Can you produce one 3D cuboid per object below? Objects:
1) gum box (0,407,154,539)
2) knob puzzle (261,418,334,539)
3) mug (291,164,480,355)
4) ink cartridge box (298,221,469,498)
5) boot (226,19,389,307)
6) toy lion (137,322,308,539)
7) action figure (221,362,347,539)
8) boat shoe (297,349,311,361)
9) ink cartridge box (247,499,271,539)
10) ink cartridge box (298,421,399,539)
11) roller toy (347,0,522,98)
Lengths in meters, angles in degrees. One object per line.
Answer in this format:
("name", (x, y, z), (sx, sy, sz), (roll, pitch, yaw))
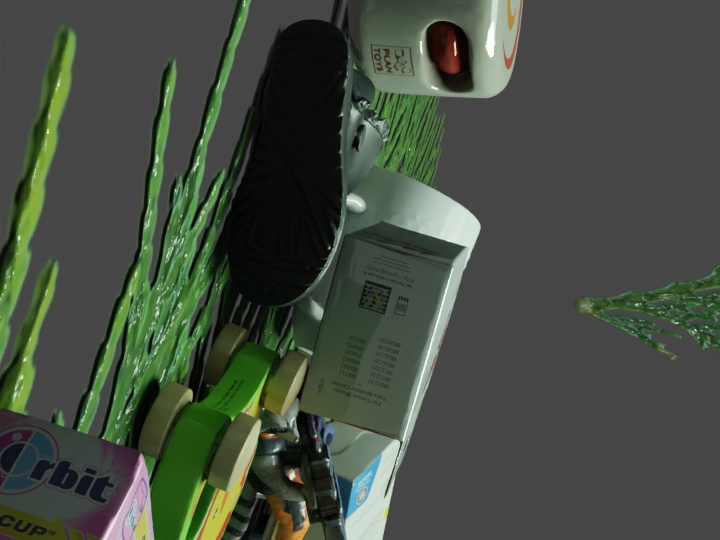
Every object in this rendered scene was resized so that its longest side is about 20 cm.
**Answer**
("gum box", (-0.138, 0.167, 0.483), (0.201, 0.066, 0.114), (97, 12, -49))
("knob puzzle", (-0.053, 0.228, 1.156), (0.220, 0.030, 0.221), (-52, 153, -41))
("mug", (0.000, 0.000, 1.038), (0.200, 0.147, 0.176), (34, 77, -51))
("ink cartridge box", (0.018, 0.060, 0.878), (0.200, 0.083, 0.177), (-28, 134, -81))
("boot", (-0.031, -0.067, 0.819), (0.168, 0.076, 0.202), (35, 64, -79))
("toy lion", (-0.107, 0.147, 0.767), (0.200, 0.068, 0.193), (-52, 163, -73))
("action figure", (-0.070, 0.181, 0.942), (0.201, 0.104, 0.194), (-107, -163, -52))
("boat shoe", (-0.024, 0.074, 1.198), (0.063, 0.073, 0.202), (89, 22, -60))
("ink cartridge box", (-0.102, 0.342, 1.235), (0.200, 0.043, 0.199), (85, 20, -63))
("ink cartridge box", (-0.024, 0.254, 1.111), (0.116, 0.067, 0.201), (-34, 139, -57))
("roller toy", (0.061, -0.241, 0.949), (0.200, 0.139, 0.184), (-39, 133, -72))
